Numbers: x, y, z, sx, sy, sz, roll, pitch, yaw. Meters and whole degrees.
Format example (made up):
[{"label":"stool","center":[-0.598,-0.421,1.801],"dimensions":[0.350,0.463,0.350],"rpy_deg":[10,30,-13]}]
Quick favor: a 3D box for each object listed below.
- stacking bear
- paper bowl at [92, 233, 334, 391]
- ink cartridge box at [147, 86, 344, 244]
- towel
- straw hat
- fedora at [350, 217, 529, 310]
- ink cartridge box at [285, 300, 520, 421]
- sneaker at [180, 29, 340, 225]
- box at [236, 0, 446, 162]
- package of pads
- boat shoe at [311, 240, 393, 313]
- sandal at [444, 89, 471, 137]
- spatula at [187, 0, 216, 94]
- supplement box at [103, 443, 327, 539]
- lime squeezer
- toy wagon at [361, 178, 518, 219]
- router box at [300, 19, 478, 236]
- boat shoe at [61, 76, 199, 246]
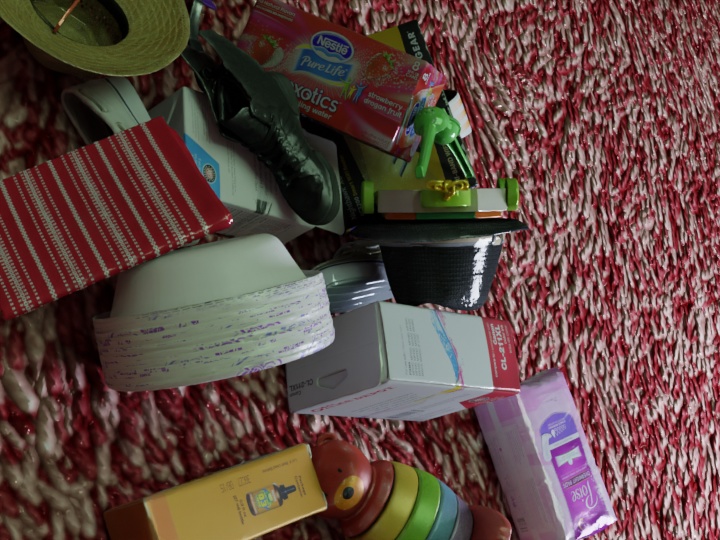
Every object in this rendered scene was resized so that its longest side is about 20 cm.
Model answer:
[{"label":"stacking bear","center":[0.026,0.235,1.161],"dimensions":[0.200,0.114,0.122],"rpy_deg":[34,91,-18]},{"label":"paper bowl","center":[-0.128,0.030,1.013],"dimensions":[0.200,0.200,0.105],"rpy_deg":[-17,97,-49]},{"label":"ink cartridge box","center":[-0.114,-0.095,1.200],"dimensions":[0.200,0.068,0.116],"rpy_deg":[15,60,-41]},{"label":"towel","center":[-0.220,-0.047,0.980],"dimensions":[0.200,0.023,0.145],"rpy_deg":[-24,53,-17]},{"label":"straw hat","center":[-0.264,-0.227,1.093],"dimensions":[0.201,0.085,0.202],"rpy_deg":[18,47,-21]},{"label":"fedora","center":[0.082,-0.006,1.220],"dimensions":[0.200,0.200,0.092],"rpy_deg":[-5,96,-48]},{"label":"ink cartridge box","center":[0.042,0.096,1.211],"dimensions":[0.200,0.146,0.083],"rpy_deg":[11,66,-44]},{"label":"sneaker","center":[-0.095,-0.133,1.136],"dimensions":[0.104,0.060,0.200],"rpy_deg":[-3,67,-56]},{"label":"box","center":[-0.026,-0.198,1.225],"dimensions":[0.100,0.200,0.095],"rpy_deg":[-66,164,5]},{"label":"package of pads","center":[0.214,0.222,1.389],"dimensions":[0.120,0.076,0.201],"rpy_deg":[-11,80,-46]},{"label":"boat shoe","center":[0.000,0.000,1.287],"dimensions":[0.200,0.072,0.062],"rpy_deg":[-6,59,-56]},{"label":"sandal","center":[0.088,-0.207,1.458],"dimensions":[0.207,0.059,0.079],"rpy_deg":[52,26,-20]},{"label":"spatula","center":[-0.167,-0.245,1.209],"dimensions":[0.056,0.021,0.200],"rpy_deg":[23,40,-38]},{"label":"supplement box","center":[-0.123,0.210,1.046],"dimensions":[0.200,0.069,0.067],"rpy_deg":[-11,80,-47]},{"label":"lime squeezer","center":[0.085,-0.130,1.196],"dimensions":[0.071,0.038,0.200],"rpy_deg":[65,18,4]},{"label":"toy wagon","center":[0.078,-0.071,1.183],"dimensions":[0.200,0.155,0.040],"rpy_deg":[-91,179,-85]},{"label":"router box","center":[0.021,-0.157,1.318],"dimensions":[0.157,0.052,0.201],"rpy_deg":[-20,85,-6]},{"label":"boat shoe","center":[-0.209,-0.098,1.073],"dimensions":[0.066,0.072,0.200],"rpy_deg":[-15,63,-34]}]
